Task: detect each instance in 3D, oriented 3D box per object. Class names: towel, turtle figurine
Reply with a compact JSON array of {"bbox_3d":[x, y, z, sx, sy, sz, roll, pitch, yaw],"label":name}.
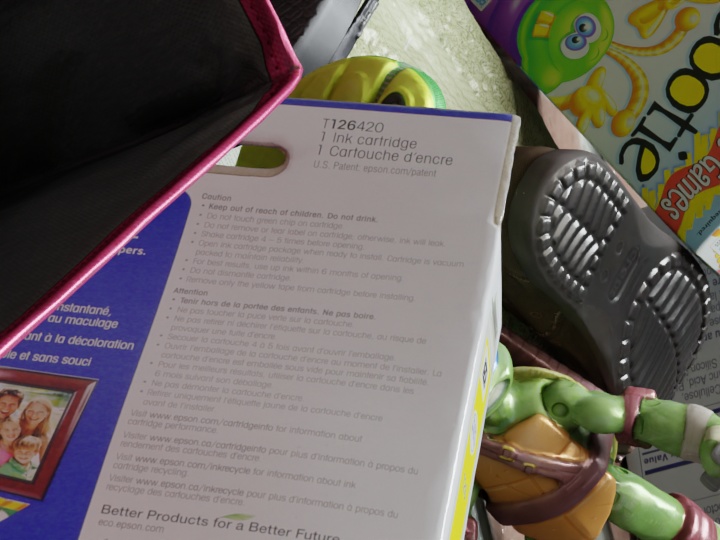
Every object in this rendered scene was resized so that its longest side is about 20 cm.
[{"bbox_3d":[0.043,-0.053,0.972,0.201,0.036,0.149,55,36,-23],"label":"towel"},{"bbox_3d":[0.099,0.120,0.869,0.144,0.199,0.194,-54,130,-13],"label":"turtle figurine"}]

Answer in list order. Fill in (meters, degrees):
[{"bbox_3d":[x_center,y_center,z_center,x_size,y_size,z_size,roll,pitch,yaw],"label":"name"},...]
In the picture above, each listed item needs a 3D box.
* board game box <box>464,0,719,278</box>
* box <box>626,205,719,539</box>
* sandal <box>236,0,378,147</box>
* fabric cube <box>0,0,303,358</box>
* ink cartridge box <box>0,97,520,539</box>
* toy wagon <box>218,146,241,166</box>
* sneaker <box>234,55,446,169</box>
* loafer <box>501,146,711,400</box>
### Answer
[{"bbox_3d":[0.154,-0.089,1.004,0.103,0.105,0.200,33,15,-52],"label":"board game box"},{"bbox_3d":[0.231,0.053,1.063,0.105,0.183,0.201,24,54,-51],"label":"box"},{"bbox_3d":[-0.012,-0.112,0.806,0.043,0.076,0.201,50,37,-25],"label":"sandal"},{"bbox_3d":[-0.171,-0.063,0.499,0.201,0.198,0.196,62,34,-14],"label":"fabric cube"},{"bbox_3d":[-0.060,0.030,0.632,0.047,0.196,0.201,84,16,-46],"label":"ink cartridge box"},{"bbox_3d":[-0.074,-0.059,0.795,0.200,0.039,0.156,-34,102,-57],"label":"toy wagon"},{"bbox_3d":[0.000,0.000,0.757,0.083,0.201,0.074,-26,55,-33],"label":"sneaker"},{"bbox_3d":[0.095,0.000,0.925,0.073,0.071,0.200,-55,143,-15],"label":"loafer"}]
